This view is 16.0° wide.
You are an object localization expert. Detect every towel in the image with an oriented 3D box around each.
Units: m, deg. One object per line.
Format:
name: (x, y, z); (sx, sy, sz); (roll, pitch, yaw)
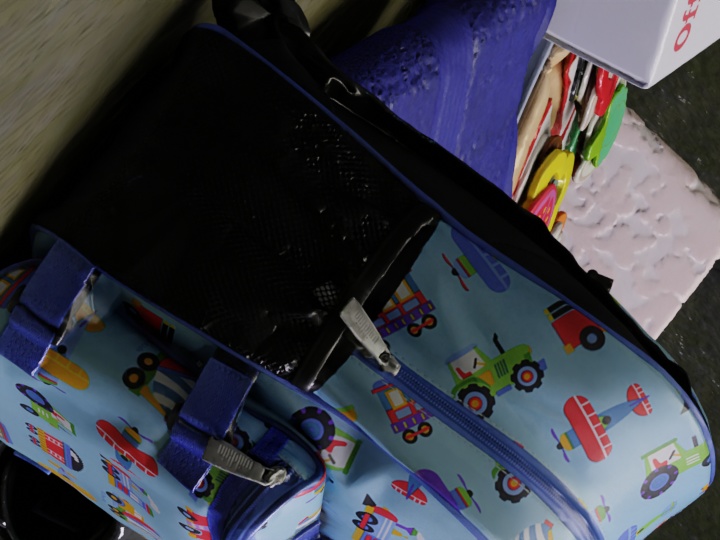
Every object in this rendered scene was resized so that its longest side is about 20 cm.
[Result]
towel: (0.097, -0.021, 1.459); (0.191, 0.200, 0.032); (-51, -161, -11)
towel: (0.002, -0.037, 1.016); (0.200, 0.049, 0.148); (-36, 144, -49)

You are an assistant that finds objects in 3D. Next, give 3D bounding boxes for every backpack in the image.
backpack: (-0.001, 0.039, 0.768); (0.135, 0.200, 0.183); (-53, 176, -16)

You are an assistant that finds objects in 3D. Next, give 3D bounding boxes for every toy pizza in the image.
toy pizza: (0.092, -0.054, 1.209); (0.200, 0.032, 0.201); (22, 90, -79)

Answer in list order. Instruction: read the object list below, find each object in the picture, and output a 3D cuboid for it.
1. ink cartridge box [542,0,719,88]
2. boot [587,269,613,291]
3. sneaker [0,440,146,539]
ink cartridge box: (0.155, -0.185, 1.094); (0.200, 0.084, 0.145); (-35, 147, -45)
boot: (0.029, 0.034, 1.336); (0.211, 0.158, 0.080); (-44, 160, -45)
sneaker: (-0.101, 0.082, 0.930); (0.099, 0.071, 0.200); (-49, 167, -37)
